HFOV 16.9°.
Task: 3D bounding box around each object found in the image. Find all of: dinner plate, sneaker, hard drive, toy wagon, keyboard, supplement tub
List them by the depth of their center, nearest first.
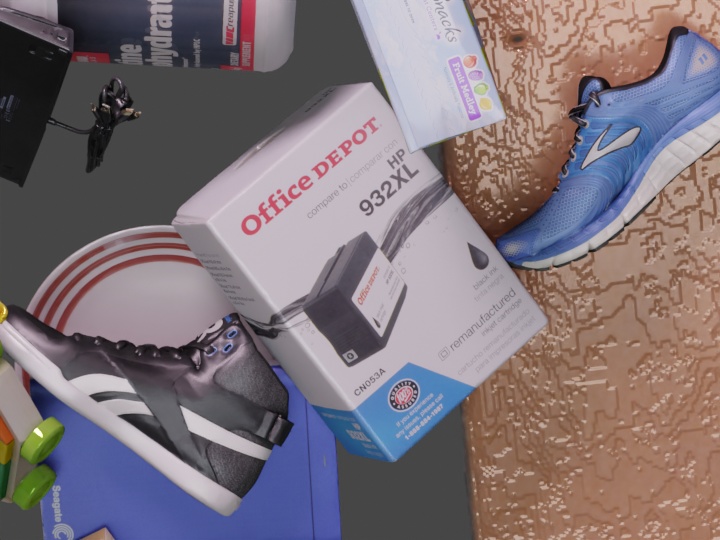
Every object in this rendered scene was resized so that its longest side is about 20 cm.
[{"bbox_3d":[-0.138,-0.196,1.484,0.200,0.140,0.140,3,106,-2],"label":"supplement tub"},{"bbox_3d":[-0.204,-0.103,1.502,0.127,0.200,0.021,23,64,-7],"label":"keyboard"},{"bbox_3d":[-0.258,0.071,1.547,0.155,0.200,0.040,39,60,11],"label":"toy wagon"},{"bbox_3d":[-0.133,0.057,1.559,0.200,0.073,0.112,37,85,-8],"label":"sneaker"},{"bbox_3d":[0.158,-0.079,1.568,0.200,0.079,0.089,-44,96,2],"label":"sneaker"},{"bbox_3d":[-0.115,0.128,1.618,0.200,0.025,0.132,-3,107,-1],"label":"hard drive"},{"bbox_3d":[-0.131,0.063,1.623,0.200,0.024,0.200,0,107,0],"label":"dinner plate"}]

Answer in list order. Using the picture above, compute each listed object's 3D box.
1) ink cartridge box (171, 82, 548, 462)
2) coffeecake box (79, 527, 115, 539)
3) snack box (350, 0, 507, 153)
[{"bbox_3d":[0.000,0.000,1.552,0.145,0.084,0.200,-41,104,-14],"label":"ink cartridge box"},{"bbox_3d":[-0.188,0.295,1.639,0.153,0.073,0.200,-26,118,10],"label":"coffeecake box"},{"bbox_3d":[0.025,-0.177,1.463,0.068,0.200,0.169,-20,107,5],"label":"snack box"}]
